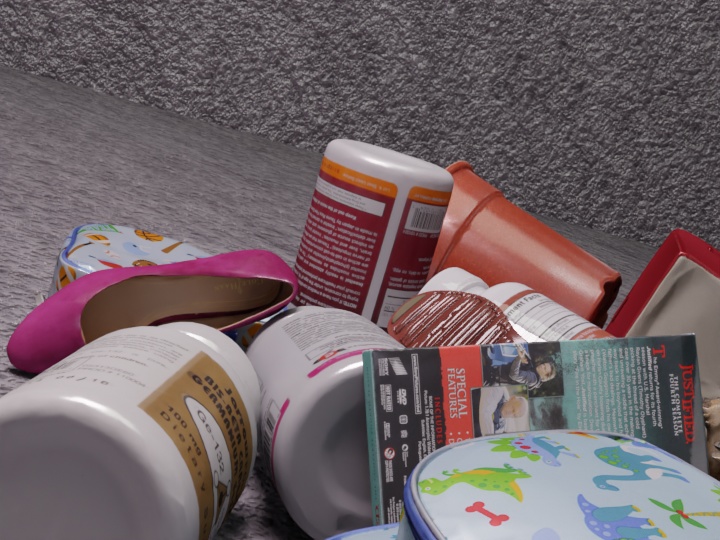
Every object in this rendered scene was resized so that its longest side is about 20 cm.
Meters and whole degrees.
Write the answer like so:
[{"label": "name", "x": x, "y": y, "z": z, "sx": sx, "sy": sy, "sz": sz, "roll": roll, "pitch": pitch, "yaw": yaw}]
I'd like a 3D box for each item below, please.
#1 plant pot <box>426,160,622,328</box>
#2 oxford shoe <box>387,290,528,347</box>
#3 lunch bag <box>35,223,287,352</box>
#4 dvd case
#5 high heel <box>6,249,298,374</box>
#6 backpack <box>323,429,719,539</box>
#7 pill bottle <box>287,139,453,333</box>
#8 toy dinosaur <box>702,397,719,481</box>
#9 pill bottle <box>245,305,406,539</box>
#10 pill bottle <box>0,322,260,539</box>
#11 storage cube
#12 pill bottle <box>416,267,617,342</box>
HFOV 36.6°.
[{"label": "plant pot", "x": 0.142, "y": 0.024, "z": 1.089, "sx": 0.194, "sy": 0.202, "sz": 0.200, "roll": 29, "pitch": 14, "yaw": 18}, {"label": "oxford shoe", "x": 0.089, "y": 0.075, "z": 0.710, "sx": 0.200, "sy": 0.070, "sz": 0.075, "roll": 34, "pitch": -21, "yaw": 50}, {"label": "lunch bag", "x": -0.158, "y": 0.028, "z": 0.879, "sx": 0.198, "sy": 0.076, "sz": 0.160, "roll": 15, "pitch": 14, "yaw": -13}, {"label": "dvd case", "x": 0.100, "y": 0.111, "z": 0.589, "sx": 0.198, "sy": 0.148, "sz": 0.022, "roll": -2, "pitch": -7, "yaw": -17}, {"label": "high heel", "x": -0.142, "y": 0.028, "z": 0.749, "sx": 0.198, "sy": 0.068, "sz": 0.096, "roll": -24, "pitch": 16, "yaw": -19}, {"label": "backpack", "x": 0.066, "y": 0.147, "z": 0.388, "sx": 0.198, "sy": 0.149, "sz": 0.183, "roll": -5, "pitch": 21, "yaw": -23}, {"label": "pill bottle", "x": 0.000, "y": 0.000, "z": 0.918, "sx": 0.112, "sy": 0.202, "sz": 0.113, "roll": 16, "pitch": 11, "yaw": -3}, {"label": "toy dinosaur", "x": 0.249, "y": 0.144, "z": 0.659, "sx": 0.085, "sy": 0.137, "sz": 0.201, "roll": -8, "pitch": 27, "yaw": 5}, {"label": "pill bottle", "x": -0.014, "y": 0.087, "z": 0.683, "sx": 0.112, "sy": 0.115, "sz": 0.200, "roll": 14, "pitch": 6, "yaw": -16}, {"label": "pill bottle", "x": -0.112, "y": 0.090, "z": 0.536, "sx": 0.113, "sy": 0.116, "sz": 0.200, "roll": 18, "pitch": 11, "yaw": 4}, {"label": "storage cube", "x": 0.286, "y": 0.087, "z": 0.900, "sx": 0.170, "sy": 0.201, "sz": 0.180, "roll": 33, "pitch": 15, "yaw": 9}, {"label": "pill bottle", "x": 0.128, "y": 0.080, "z": 0.793, "sx": 0.199, "sy": 0.113, "sz": 0.112, "roll": 32, "pitch": 17, "yaw": 32}]
